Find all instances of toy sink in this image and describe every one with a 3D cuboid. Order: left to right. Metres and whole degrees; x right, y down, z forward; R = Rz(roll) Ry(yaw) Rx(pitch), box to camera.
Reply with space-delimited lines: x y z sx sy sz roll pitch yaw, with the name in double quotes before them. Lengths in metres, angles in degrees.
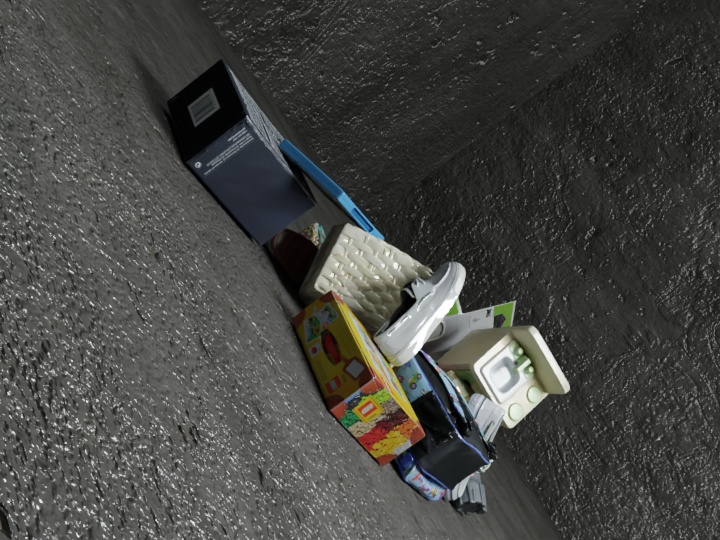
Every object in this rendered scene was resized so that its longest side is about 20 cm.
"toy sink" 0.234 0.182 1.802 0.132 0.112 0.199 57 -24 -10

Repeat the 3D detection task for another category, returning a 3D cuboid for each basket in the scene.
"basket" 0.019 0.025 1.702 0.198 0.137 0.123 29 -11 -7

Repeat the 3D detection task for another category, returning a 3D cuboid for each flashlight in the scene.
"flashlight" 0.177 0.323 1.874 0.068 0.066 0.203 73 11 -52

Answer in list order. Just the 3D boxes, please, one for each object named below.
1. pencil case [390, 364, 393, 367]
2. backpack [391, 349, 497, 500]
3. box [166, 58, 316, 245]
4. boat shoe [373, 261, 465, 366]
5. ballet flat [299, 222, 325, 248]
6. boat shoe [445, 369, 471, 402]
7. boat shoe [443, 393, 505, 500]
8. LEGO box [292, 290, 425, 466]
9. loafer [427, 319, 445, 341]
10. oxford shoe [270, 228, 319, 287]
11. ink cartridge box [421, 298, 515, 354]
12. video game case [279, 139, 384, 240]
"pencil case" 0.084 0.229 1.783 0.202 0.082 0.086 58 8 19
"backpack" 0.097 0.223 1.633 0.201 0.134 0.183 58 7 31
"box" -0.186 -0.182 1.660 0.199 0.122 0.201 49 9 -38
"boat shoe" 0.086 0.050 1.598 0.069 0.201 0.072 46 -24 -16
"ballet flat" -0.082 -0.022 1.956 0.201 0.063 0.077 -113 -175 -64
"boat shoe" 0.123 0.218 1.852 0.064 0.072 0.200 65 -25 4
"boat shoe" 0.183 0.300 1.734 0.066 0.203 0.073 23 30 20
"LEGO box" -0.004 0.148 1.490 0.149 0.077 0.201 51 7 -38
"loafer" 0.050 0.101 1.799 0.070 0.196 0.071 -116 -155 -71
"oxford shoe" -0.096 -0.001 1.789 0.074 0.071 0.200 19 -24 48
"ink cartridge box" 0.175 0.079 1.947 0.149 0.196 0.077 82 -6 -62
"video game case" -0.042 -0.121 1.675 0.143 0.018 0.200 43 -1 27
